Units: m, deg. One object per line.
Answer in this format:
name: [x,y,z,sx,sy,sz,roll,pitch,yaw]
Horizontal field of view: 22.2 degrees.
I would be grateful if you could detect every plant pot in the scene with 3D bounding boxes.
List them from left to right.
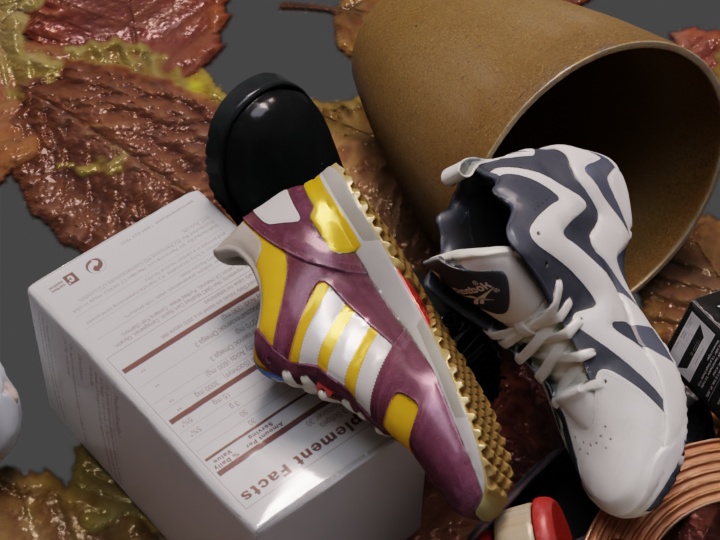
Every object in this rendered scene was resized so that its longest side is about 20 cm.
plant pot: [0.083,-0.093,1.100,0.186,0.186,0.200,-27,43,-20]

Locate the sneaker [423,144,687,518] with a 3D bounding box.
sneaker: [0.088,0.028,0.925,0.130,0.079,0.199,4,74,-39]

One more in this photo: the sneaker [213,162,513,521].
sneaker: [0.000,0.048,0.903,0.090,0.075,0.200,-31,64,6]

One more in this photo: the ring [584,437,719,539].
ring: [0.206,0.182,0.945,0.200,0.019,0.201,3,64,-6]

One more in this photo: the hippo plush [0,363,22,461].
hippo plush: [-0.279,0.087,0.992,0.200,0.159,0.161,37,29,9]

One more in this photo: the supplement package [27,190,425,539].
supplement package: [-0.071,0.076,0.989,0.117,0.117,0.200,-32,59,-25]

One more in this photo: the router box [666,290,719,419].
router box: [0.287,0.058,1.006,0.200,0.051,0.149,-16,51,-37]

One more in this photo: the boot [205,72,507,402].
boot: [-0.001,0.000,1.004,0.073,0.198,0.162,-36,54,-22]

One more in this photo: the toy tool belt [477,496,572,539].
toy tool belt: [0.057,0.218,0.869,0.123,0.125,0.200,-17,73,15]

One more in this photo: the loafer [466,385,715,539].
loafer: [0.124,0.123,0.985,0.200,0.063,0.072,-37,60,-25]
